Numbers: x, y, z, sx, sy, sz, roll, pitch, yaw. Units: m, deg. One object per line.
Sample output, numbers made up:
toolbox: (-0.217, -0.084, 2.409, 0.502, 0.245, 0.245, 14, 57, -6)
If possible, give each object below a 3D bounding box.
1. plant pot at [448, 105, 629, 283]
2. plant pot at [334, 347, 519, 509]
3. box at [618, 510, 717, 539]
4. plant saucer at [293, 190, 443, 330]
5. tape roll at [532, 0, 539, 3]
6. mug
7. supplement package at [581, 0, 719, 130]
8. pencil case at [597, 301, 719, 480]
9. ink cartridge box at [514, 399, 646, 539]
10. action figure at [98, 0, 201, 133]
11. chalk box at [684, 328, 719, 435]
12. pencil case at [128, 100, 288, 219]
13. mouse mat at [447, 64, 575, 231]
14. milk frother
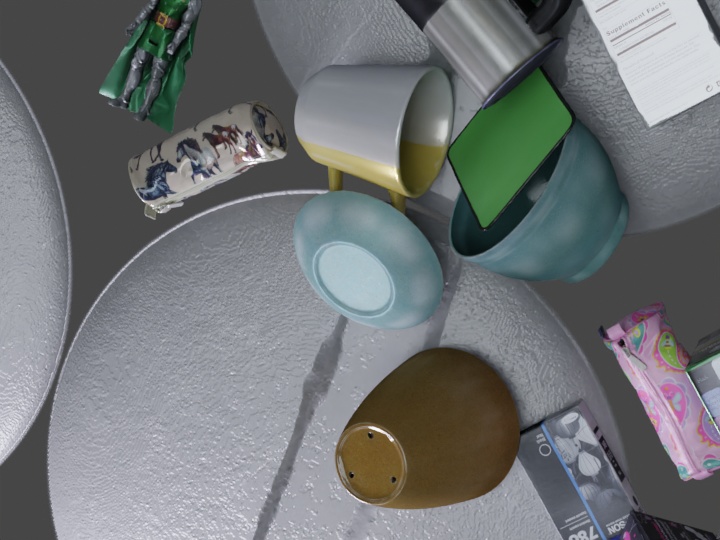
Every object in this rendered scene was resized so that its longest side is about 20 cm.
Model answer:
plant pot: (0.210, -0.069, 1.623, 0.134, 0.201, 0.201, 32, 111, -21)
plant pot: (0.060, 0.197, 1.684, 0.185, 0.200, 0.188, 4, 99, 29)
box: (0.334, 0.399, 1.667, 0.114, 0.132, 0.201, 17, 106, -13)
plant saucer: (0.000, 0.000, 1.723, 0.200, 0.039, 0.202, 18, 133, 20)
tape roll: (0.133, -0.379, 1.657, 0.199, 0.048, 0.202, 4, 101, 18)
mug: (0.004, -0.154, 1.689, 0.152, 0.149, 0.188, 13, 82, 24)
supplement package: (0.317, -0.267, 1.580, 0.109, 0.114, 0.201, -27, 89, 20)
pencil case: (0.349, 0.136, 1.654, 0.087, 0.087, 0.201, -30, 91, 21)
ink cartridge box: (0.266, 0.263, 1.730, 0.099, 0.039, 0.201, -30, 90, 20)
action figure: (-0.246, -0.285, 1.800, 0.118, 0.055, 0.201, 28, 103, 15)
chalk box: (0.431, 0.121, 1.563, 0.124, 0.200, 0.124, -29, 90, 21)
pencil case: (-0.184, -0.136, 1.788, 0.199, 0.078, 0.090, -23, 70, 20)
mouse mat: (0.163, -0.146, 1.625, 0.007, 0.200, 0.161, 29, 112, -25)
milk frother: (0.104, -0.276, 1.542, 0.188, 0.200, 0.181, 49, 142, 4)
